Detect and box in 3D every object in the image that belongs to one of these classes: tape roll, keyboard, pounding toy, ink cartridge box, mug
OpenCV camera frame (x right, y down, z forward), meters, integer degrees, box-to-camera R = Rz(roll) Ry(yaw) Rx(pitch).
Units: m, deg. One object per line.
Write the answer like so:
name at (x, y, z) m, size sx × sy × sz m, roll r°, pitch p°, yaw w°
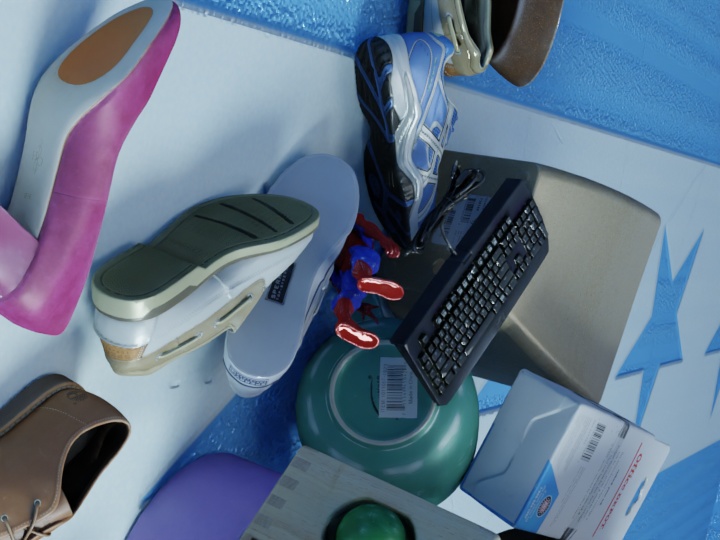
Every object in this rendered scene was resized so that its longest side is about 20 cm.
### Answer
tape roll at (-0.102, 0.250, 0.957) m, size 0.200 × 0.084 × 0.201 m, roll -37°, pitch 135°, yaw -48°
keyboard at (0.084, -0.004, 0.979) m, size 0.127 × 0.021 × 0.200 m, roll 55°, pitch 53°, yaw -24°
pounding toy at (-0.016, 0.226, 0.849) m, size 0.143 × 0.183 × 0.201 m, roll -55°, pitch 155°, yaw -32°
ink cartridge box at (0.183, 0.170, 1.077) m, size 0.200 × 0.068 × 0.117 m, roll 27°, pitch 93°, yaw -51°
mug at (0.011, 0.106, 1.021) m, size 0.152 × 0.185 × 0.115 m, roll -43°, pitch 161°, yaw -13°

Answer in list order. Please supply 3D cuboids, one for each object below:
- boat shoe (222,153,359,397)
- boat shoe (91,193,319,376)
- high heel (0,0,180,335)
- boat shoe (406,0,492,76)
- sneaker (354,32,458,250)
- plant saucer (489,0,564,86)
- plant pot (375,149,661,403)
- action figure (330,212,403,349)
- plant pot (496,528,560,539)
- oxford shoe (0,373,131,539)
boat shoe at (-0.059, 0.002, 0.941) m, size 0.201 × 0.073 × 0.065 m, roll -65°, pitch -178°, yaw -28°
boat shoe at (-0.105, 0.005, 0.850) m, size 0.199 × 0.074 × 0.069 m, roll -29°, pitch 134°, yaw -44°
high heel at (-0.152, -0.060, 0.718) m, size 0.201 × 0.067 × 0.096 m, roll -59°, pitch 139°, yaw -17°
boat shoe at (0.084, -0.263, 1.031) m, size 0.075 × 0.068 × 0.201 m, roll -30°, pitch 128°, yaw -45°
sneaker at (0.048, -0.105, 1.038) m, size 0.077 × 0.076 × 0.201 m, roll -21°, pitch 128°, yaw -23°
plant saucer at (0.134, -0.262, 1.080) m, size 0.200 × 0.034 × 0.202 m, roll -179°, pitch -90°, yaw -79°
plant pot at (0.130, -0.011, 1.154) m, size 0.177 × 0.199 × 0.201 m, roll 32°, pitch 75°, yaw -48°
action figure at (0.000, 0.000, 0.967) m, size 0.200 × 0.051 × 0.066 m, roll -109°, pitch -142°, yaw -69°
plant pot at (0.161, 0.322, 1.023) m, size 0.198 × 0.199 × 0.202 m, roll -125°, pitch -136°, yaw -75°
oxford shoe at (-0.211, 0.141, 0.720) m, size 0.200 × 0.071 × 0.072 m, roll -51°, pitch 146°, yaw -34°
